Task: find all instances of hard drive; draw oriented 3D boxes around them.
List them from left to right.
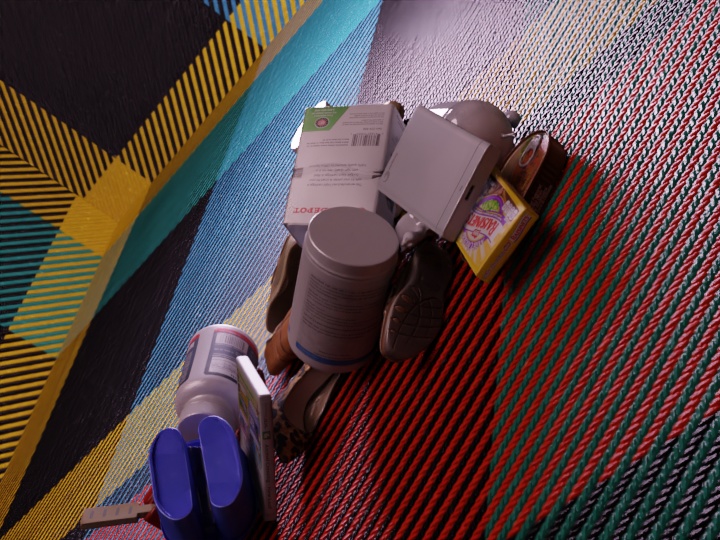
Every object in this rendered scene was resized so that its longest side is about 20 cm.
[{"bbox_3d":[0.100,-0.133,1.588,0.133,0.026,0.200,-63,31,9],"label":"hard drive"}]

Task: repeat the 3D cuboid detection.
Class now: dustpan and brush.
[{"bbox_3d":[0.089,-0.061,1.655,0.139,0.058,0.199,-37,-12,23],"label":"dustpan and brush"}]

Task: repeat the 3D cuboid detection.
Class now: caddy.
[{"bbox_3d":[-0.222,0.306,1.688,0.140,0.106,0.201,-14,46,-5],"label":"caddy"}]

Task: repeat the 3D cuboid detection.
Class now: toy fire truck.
[{"bbox_3d":[-0.300,0.359,1.778,0.129,0.199,0.176,-54,19,3],"label":"toy fire truck"}]

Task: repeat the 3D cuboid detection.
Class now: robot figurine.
[{"bbox_3d":[0.146,-0.184,1.697,0.169,0.114,0.200,-31,14,-13],"label":"robot figurine"}]

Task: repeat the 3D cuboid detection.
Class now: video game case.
[{"bbox_3d":[-0.151,0.238,1.728,0.200,0.022,0.185,-142,49,-71],"label":"video game case"}]

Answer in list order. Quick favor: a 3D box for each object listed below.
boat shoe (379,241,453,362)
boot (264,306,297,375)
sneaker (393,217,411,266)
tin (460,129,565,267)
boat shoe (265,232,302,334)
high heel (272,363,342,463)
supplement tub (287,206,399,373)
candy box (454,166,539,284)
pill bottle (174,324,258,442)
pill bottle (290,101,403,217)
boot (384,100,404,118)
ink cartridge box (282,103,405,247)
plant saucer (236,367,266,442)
[{"bbox_3d":[0.068,0.050,1.587,0.072,0.075,0.201,-41,15,45],"label":"boat shoe"},{"bbox_3d":[-0.104,0.109,1.887,0.155,0.076,0.201,-46,19,23],"label":"boot"},{"bbox_3d":[0.000,0.000,1.784,0.078,0.077,0.201,21,78,43],"label":"sneaker"},{"bbox_3d":[0.197,-0.088,1.537,0.201,0.042,0.112,-61,23,-10],"label":"tin"},{"bbox_3d":[-0.115,0.018,2.012,0.065,0.070,0.202,-110,35,-53],"label":"boat shoe"},{"bbox_3d":[-0.066,0.176,1.704,0.143,0.071,0.201,-44,19,29],"label":"high heel"},{"bbox_3d":[-0.026,0.029,1.641,0.133,0.130,0.202,-80,3,-50],"label":"supplement tub"},{"bbox_3d":[0.159,-0.064,1.497,0.103,0.026,0.200,-57,18,13],"label":"candy box"},{"bbox_3d":[-0.231,0.192,1.894,0.120,0.119,0.201,-45,22,30],"label":"pill bottle"},{"bbox_3d":[-0.007,-0.176,1.924,0.117,0.199,0.117,-47,20,23],"label":"pill bottle"},{"bbox_3d":[0.003,-0.194,2.148,0.174,0.066,0.201,-29,32,31],"label":"boot"},{"bbox_3d":[-0.021,-0.136,1.754,0.144,0.084,0.202,1,65,20],"label":"ink cartridge box"},{"bbox_3d":[-0.228,0.282,1.980,0.200,0.037,0.201,-37,27,46],"label":"plant saucer"}]
